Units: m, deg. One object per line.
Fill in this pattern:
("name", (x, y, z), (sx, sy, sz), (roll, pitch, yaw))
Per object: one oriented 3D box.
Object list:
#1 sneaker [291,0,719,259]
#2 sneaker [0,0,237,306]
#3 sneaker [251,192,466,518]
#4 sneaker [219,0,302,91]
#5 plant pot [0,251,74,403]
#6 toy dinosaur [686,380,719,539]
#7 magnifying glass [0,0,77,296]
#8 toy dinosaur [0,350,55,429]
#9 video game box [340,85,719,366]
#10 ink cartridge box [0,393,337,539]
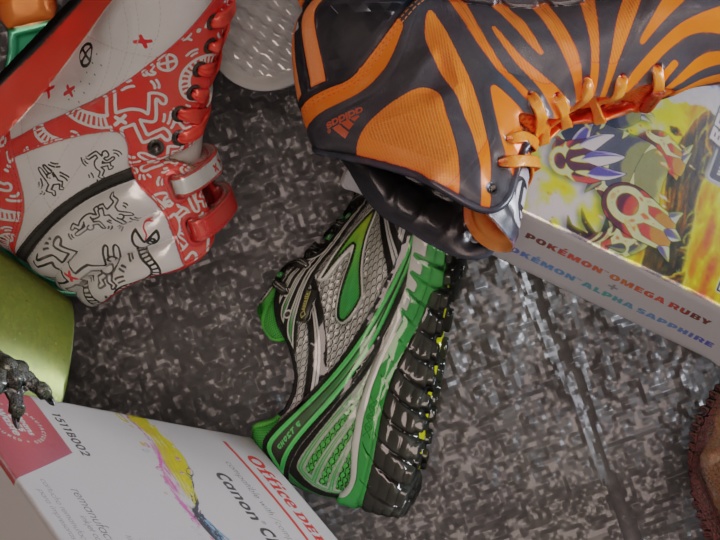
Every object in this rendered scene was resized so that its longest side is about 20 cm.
("sneaker", (0.074, -0.058, 0.844), (0.200, 0.078, 0.112), (0, 68, -2))
("sneaker", (-0.077, -0.072, 0.906), (0.108, 0.067, 0.201), (42, 112, -13))
("sneaker", (0.000, 0.000, 0.955), (0.085, 0.078, 0.200), (11, 87, 7))
("sneaker", (-0.044, -0.178, 0.940), (0.078, 0.079, 0.200), (-2, 102, 17))
("plant pot", (-0.224, 0.031, 0.909), (0.200, 0.187, 0.187), (15, 92, -17))
("toy dinosaur", (0.177, 0.110, 0.956), (0.135, 0.086, 0.200), (-21, 81, 10))
("magnifying glass", (-0.135, -0.085, 0.952), (0.080, 0.022, 0.200), (-13, 105, -4))
("toy dinosaur", (-0.160, 0.052, 0.812), (0.047, 0.088, 0.200), (18, 98, -42))
("video game box", (0.111, -0.082, 0.926), (0.182, 0.047, 0.200), (24, 61, -1))
("ink cartridge box", (-0.073, 0.115, 0.885), (0.200, 0.116, 0.068), (15, 113, -45))
